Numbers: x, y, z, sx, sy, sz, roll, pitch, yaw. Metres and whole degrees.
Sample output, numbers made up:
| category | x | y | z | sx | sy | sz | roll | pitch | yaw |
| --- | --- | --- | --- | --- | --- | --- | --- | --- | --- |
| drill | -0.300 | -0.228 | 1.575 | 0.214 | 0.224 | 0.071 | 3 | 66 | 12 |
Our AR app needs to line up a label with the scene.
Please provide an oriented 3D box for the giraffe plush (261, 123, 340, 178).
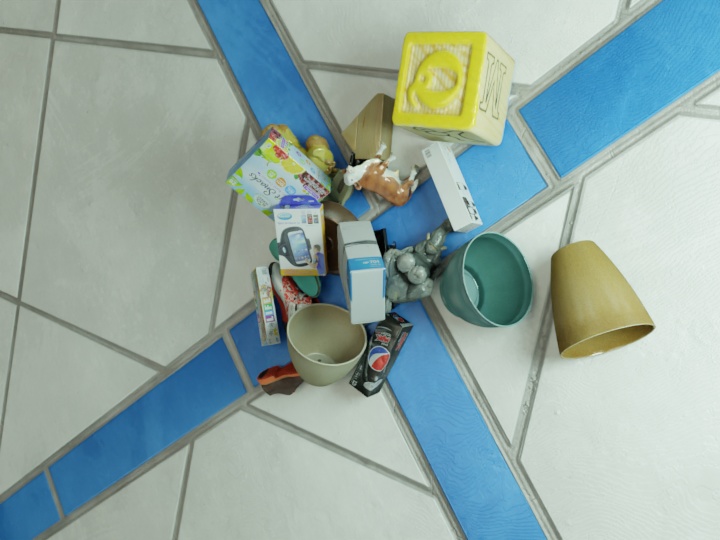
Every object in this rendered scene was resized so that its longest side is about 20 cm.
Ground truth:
| category | x | y | z | sx | sy | sz | roll | pitch | yaw |
| --- | --- | --- | --- | --- | --- | --- | --- | --- | --- |
| giraffe plush | -0.142 | -0.282 | 1.615 | 0.160 | 0.172 | 0.203 | -9 | 95 | 22 |

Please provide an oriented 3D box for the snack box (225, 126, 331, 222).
| category | x | y | z | sx | sy | sz | roll | pitch | yaw |
| --- | --- | --- | --- | --- | --- | --- | --- | --- | --- |
| snack box | -0.197 | -0.218 | 1.549 | 0.168 | 0.200 | 0.068 | -36 | 29 | 26 |

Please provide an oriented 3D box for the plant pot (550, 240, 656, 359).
| category | x | y | z | sx | sy | sz | roll | pitch | yaw |
| --- | --- | --- | --- | --- | --- | --- | --- | --- | --- |
| plant pot | 0.456 | 0.049 | 1.269 | 0.185 | 0.185 | 0.203 | -25 | 65 | 27 |

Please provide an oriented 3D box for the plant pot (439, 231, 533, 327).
| category | x | y | z | sx | sy | sz | roll | pitch | yaw |
| --- | --- | --- | --- | --- | --- | --- | --- | --- | --- |
| plant pot | 0.254 | 0.032 | 1.379 | 0.134 | 0.198 | 0.204 | -23 | 78 | 55 |

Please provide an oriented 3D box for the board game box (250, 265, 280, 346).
| category | x | y | z | sx | sy | sz | roll | pitch | yaw |
| --- | --- | --- | --- | --- | --- | --- | --- | --- | --- |
| board game box | -0.254 | 0.097 | 1.699 | 0.134 | 0.034 | 0.203 | 153 | 108 | -73 |

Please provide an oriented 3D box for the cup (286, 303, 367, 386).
| category | x | y | z | sx | sy | sz | roll | pitch | yaw |
| --- | --- | --- | --- | --- | --- | --- | --- | --- | --- |
| cup | -0.095 | 0.202 | 1.584 | 0.200 | 0.199 | 0.145 | 38 | 134 | 23 |

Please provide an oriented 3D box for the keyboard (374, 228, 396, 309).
| category | x | y | z | sx | sy | sz | roll | pitch | yaw |
| --- | --- | --- | --- | --- | --- | --- | --- | --- | --- |
| keyboard | 0.065 | 0.000 | 1.570 | 0.103 | 0.039 | 0.204 | -9 | 87 | 53 |

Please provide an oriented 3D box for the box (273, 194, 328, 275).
| category | x | y | z | sx | sy | sz | roll | pitch | yaw |
| --- | --- | --- | --- | --- | --- | --- | --- | --- | --- |
| box | -0.145 | -0.084 | 1.560 | 0.117 | 0.042 | 0.203 | 0 | 118 | 8 |

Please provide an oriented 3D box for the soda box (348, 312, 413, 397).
| category | x | y | z | sx | sy | sz | roll | pitch | yaw |
| --- | --- | --- | --- | --- | --- | --- | --- | --- | --- |
| soda box | 0.050 | 0.204 | 1.551 | 0.063 | 0.070 | 0.202 | 31 | 105 | 24 |

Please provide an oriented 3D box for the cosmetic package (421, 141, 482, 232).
| category | x | y | z | sx | sy | sz | roll | pitch | yaw |
| --- | --- | --- | --- | --- | --- | --- | --- | --- | --- |
| cosmetic package | 0.209 | -0.188 | 1.449 | 0.050 | 0.082 | 0.203 | -26 | 79 | 25 |

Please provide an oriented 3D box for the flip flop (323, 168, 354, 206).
| category | x | y | z | sx | sy | sz | roll | pitch | yaw |
| --- | --- | --- | --- | --- | --- | --- | --- | --- | --- |
| flip flop | -0.073 | -0.168 | 1.600 | 0.081 | 0.057 | 0.201 | 49 | 137 | 18 |

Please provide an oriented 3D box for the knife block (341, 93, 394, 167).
| category | x | y | z | sx | sy | sz | roll | pitch | yaw |
| --- | --- | --- | --- | --- | --- | --- | --- | --- | --- |
| knife block | 0.043 | -0.299 | 1.553 | 0.200 | 0.064 | 0.176 | -44 | 71 | 23 |

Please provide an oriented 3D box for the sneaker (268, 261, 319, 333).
| category | x | y | z | sx | sy | sz | roll | pitch | yaw |
| --- | --- | --- | --- | --- | --- | --- | --- | --- | --- |
| sneaker | -0.168 | 0.063 | 1.678 | 0.107 | 0.067 | 0.204 | -19 | 85 | 28 |

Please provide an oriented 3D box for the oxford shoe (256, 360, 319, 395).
| category | x | y | z | sx | sy | sz | roll | pitch | yaw |
| --- | --- | --- | --- | --- | --- | --- | --- | --- | --- |
| oxford shoe | -0.177 | 0.286 | 1.697 | 0.197 | 0.071 | 0.073 | -15 | 112 | 26 |

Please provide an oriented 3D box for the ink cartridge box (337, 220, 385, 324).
| category | x | y | z | sx | sy | sz | roll | pitch | yaw |
| --- | --- | --- | --- | --- | --- | --- | --- | --- | --- |
| ink cartridge box | 0.000 | 0.000 | 1.470 | 0.084 | 0.201 | 0.148 | -5 | 126 | -6 |

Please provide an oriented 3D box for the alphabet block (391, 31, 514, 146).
| category | x | y | z | sx | sy | sz | roll | pitch | yaw |
| --- | --- | --- | --- | --- | --- | --- | --- | --- | --- |
| alphabet block | 0.204 | -0.388 | 1.380 | 0.193 | 0.199 | 0.200 | 10 | 95 | 29 |

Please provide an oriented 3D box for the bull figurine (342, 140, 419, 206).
| category | x | y | z | sx | sy | sz | roll | pitch | yaw |
| --- | --- | --- | --- | --- | --- | --- | --- | --- | --- |
| bull figurine | 0.051 | -0.221 | 1.486 | 0.122 | 0.199 | 0.065 | -48 | 41 | 20 |

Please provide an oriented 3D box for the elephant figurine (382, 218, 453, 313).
| category | x | y | z | sx | sy | sz | roll | pitch | yaw |
| --- | --- | --- | --- | --- | --- | --- | --- | --- | --- |
| elephant figurine | 0.138 | -0.015 | 1.467 | 0.153 | 0.200 | 0.143 | -6 | 113 | 34 |

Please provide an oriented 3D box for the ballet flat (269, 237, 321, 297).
| category | x | y | z | sx | sy | sz | roll | pitch | yaw |
| --- | --- | --- | --- | --- | --- | --- | --- | --- | --- |
| ballet flat | -0.157 | -0.013 | 1.667 | 0.200 | 0.070 | 0.068 | 46 | 112 | 18 |

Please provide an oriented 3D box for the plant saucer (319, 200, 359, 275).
| category | x | y | z | sx | sy | sz | roll | pitch | yaw |
| --- | --- | --- | --- | --- | --- | --- | --- | --- | --- |
| plant saucer | -0.079 | -0.072 | 1.597 | 0.198 | 0.037 | 0.203 | 12 | 119 | 22 |
